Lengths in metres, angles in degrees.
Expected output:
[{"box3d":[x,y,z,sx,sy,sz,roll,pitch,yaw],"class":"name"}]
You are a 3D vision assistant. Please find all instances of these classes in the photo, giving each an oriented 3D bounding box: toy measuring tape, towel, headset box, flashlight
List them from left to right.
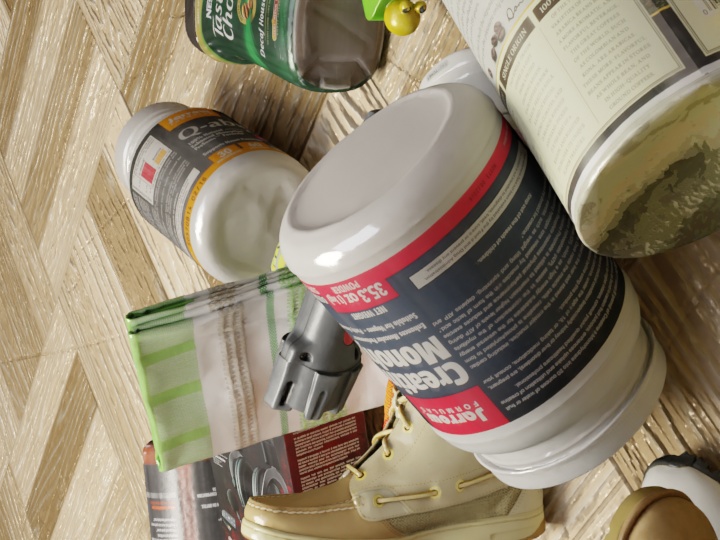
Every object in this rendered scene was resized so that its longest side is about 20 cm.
[{"box3d":[-0.053,0.063,0.935,0.031,0.200,0.149,-122,21,-48],"class":"towel"},{"box3d":[-0.060,0.137,1.078,0.149,0.077,0.201,14,117,56],"class":"headset box"},{"box3d":[0.000,0.000,0.860,0.068,0.068,0.200,-74,3,-63],"class":"flashlight"},{"box3d":[0.016,-0.260,0.939,0.074,0.073,0.201,-26,72,56],"class":"toy measuring tape"}]

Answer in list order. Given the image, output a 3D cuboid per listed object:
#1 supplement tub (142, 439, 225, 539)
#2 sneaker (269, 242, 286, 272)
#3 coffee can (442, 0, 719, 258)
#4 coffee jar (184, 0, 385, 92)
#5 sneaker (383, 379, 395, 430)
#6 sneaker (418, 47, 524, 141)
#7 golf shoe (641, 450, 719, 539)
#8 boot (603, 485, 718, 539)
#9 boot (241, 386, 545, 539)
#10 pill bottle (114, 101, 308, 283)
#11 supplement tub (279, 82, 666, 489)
[{"box3d":[-0.134,0.246,1.210,0.107,0.107,0.201,-10,85,58],"class":"supplement tub"},{"box3d":[-0.035,0.007,1.039,0.200,0.075,0.077,138,144,-75],"class":"sneaker"},{"box3d":[0.131,-0.128,0.697,0.146,0.146,0.200,-58,47,44],"class":"coffee can"},{"box3d":[-0.065,-0.204,1.060,0.200,0.085,0.105,26,116,55],"class":"coffee jar"},{"box3d":[0.039,0.156,0.952,0.077,0.073,0.201,-6,89,55],"class":"sneaker"},{"box3d":[0.043,-0.060,0.902,0.200,0.075,0.100,-49,41,50],"class":"sneaker"},{"box3d":[0.177,0.196,0.718,0.078,0.094,0.200,-40,59,54],"class":"golf shoe"},{"box3d":[0.197,0.192,0.582,0.200,0.066,0.176,3,101,57],"class":"boot"},{"box3d":[0.022,0.098,0.859,0.073,0.199,0.156,-161,70,-76],"class":"boot"},{"box3d":[-0.128,-0.072,1.148,0.200,0.116,0.117,35,123,50],"class":"pill bottle"},{"box3d":[0.064,0.010,0.750,0.200,0.140,0.140,49,156,-22],"class":"supplement tub"}]
